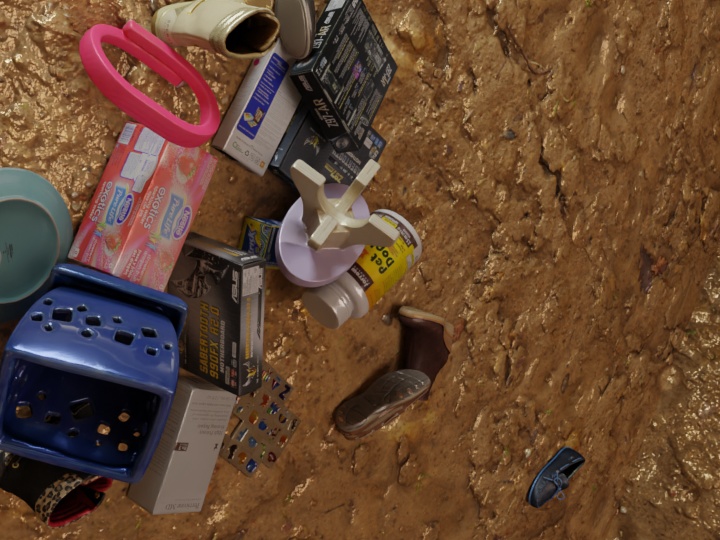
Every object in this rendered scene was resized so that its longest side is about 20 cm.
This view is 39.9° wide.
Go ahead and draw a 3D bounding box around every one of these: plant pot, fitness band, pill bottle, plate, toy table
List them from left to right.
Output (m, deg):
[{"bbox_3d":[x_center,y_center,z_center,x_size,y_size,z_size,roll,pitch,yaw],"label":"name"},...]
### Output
[{"bbox_3d":[-0.435,-0.026,1.218,0.200,0.026,0.201,-25,125,-42],"label":"plate"},{"bbox_3d":[-0.327,0.118,1.221,0.180,0.200,0.200,-84,-164,-47],"label":"plant pot"},{"bbox_3d":[-0.262,-0.234,1.245,0.200,0.037,0.144,33,36,-35],"label":"fitness band"},{"bbox_3d":[-0.039,-0.078,1.469,0.117,0.184,0.200,-50,-164,54],"label":"toy table"},{"bbox_3d":[0.000,0.000,1.578,0.200,0.109,0.109,-45,136,-27],"label":"pill bottle"}]

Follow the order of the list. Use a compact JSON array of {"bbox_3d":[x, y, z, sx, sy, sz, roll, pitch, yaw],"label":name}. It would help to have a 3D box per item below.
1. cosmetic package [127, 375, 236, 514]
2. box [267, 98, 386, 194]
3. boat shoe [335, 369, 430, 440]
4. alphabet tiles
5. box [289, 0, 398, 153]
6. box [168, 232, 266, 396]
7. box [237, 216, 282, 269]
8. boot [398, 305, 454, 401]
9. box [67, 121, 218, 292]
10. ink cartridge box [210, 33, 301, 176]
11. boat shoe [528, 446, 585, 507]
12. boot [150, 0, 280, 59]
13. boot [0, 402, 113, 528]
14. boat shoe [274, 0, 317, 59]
[{"bbox_3d":[-0.269,0.264,1.505,0.102,0.074,0.200,12,95,-51],"label":"cosmetic package"},{"bbox_3d":[-0.055,-0.189,1.580,0.200,0.051,0.158,38,77,-49],"label":"box"},{"bbox_3d":[0.043,0.253,1.861,0.200,0.076,0.072,-25,136,-17],"label":"boat shoe"},{"bbox_3d":[-0.173,0.252,1.667,0.167,0.008,0.200,-57,140,-16],"label":"alphabet tiles"},{"bbox_3d":[-0.021,-0.305,1.514,0.160,0.043,0.200,56,43,-39],"label":"box"},{"bbox_3d":[-0.208,0.060,1.420,0.048,0.158,0.200,-18,119,-47],"label":"box"},{"bbox_3d":[-0.101,-0.037,1.581,0.200,0.064,0.070,6,102,-51],"label":"box"},{"bbox_3d":[0.111,0.164,1.914,0.200,0.072,0.167,28,82,-55],"label":"boot"},{"bbox_3d":[-0.284,-0.083,1.306,0.095,0.102,0.200,29,79,-51],"label":"box"},{"bbox_3d":[-0.139,-0.248,1.467,0.095,0.037,0.200,33,82,-50],"label":"ink cartridge box"},{"bbox_3d":[0.507,0.532,2.550,0.200,0.069,0.084,-48,136,-26],"label":"boat shoe"},{"bbox_3d":[-0.154,-0.333,1.313,0.200,0.155,0.073,-30,127,-40],"label":"boot"},{"bbox_3d":[-0.376,0.241,1.299,0.200,0.150,0.073,-32,136,-37],"label":"boot"},{"bbox_3d":[-0.092,-0.404,1.406,0.057,0.067,0.200,-29,110,-43],"label":"boat shoe"}]
